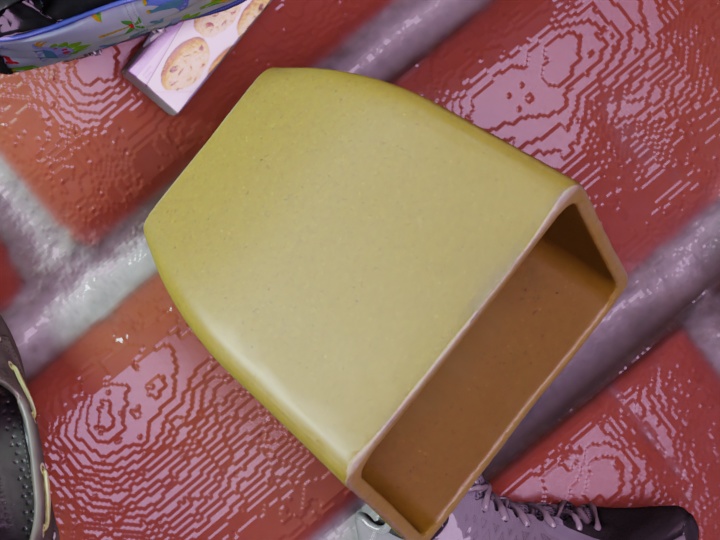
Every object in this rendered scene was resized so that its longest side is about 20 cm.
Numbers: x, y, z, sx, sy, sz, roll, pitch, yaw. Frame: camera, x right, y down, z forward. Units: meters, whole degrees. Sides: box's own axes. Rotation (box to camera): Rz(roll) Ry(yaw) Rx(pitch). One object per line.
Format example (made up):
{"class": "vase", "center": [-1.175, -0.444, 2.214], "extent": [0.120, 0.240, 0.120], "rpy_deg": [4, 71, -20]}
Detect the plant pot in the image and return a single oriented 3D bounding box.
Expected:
{"class": "plant pot", "center": [0.000, 0.000, 1.625], "extent": [0.200, 0.194, 0.196], "rpy_deg": [38, 85, 20]}

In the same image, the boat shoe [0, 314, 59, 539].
{"class": "boat shoe", "center": [-0.213, 0.074, 1.632], "extent": [0.072, 0.060, 0.202], "rpy_deg": [-16, 75, -13]}

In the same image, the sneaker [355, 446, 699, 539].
{"class": "sneaker", "center": [0.091, 0.137, 1.711], "extent": [0.199, 0.075, 0.116], "rpy_deg": [-16, 93, -9]}

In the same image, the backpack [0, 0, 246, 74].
{"class": "backpack", "center": [-0.135, -0.209, 1.603], "extent": [0.199, 0.147, 0.184], "rpy_deg": [-13, 82, 6]}

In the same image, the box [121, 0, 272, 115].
{"class": "box", "center": [-0.058, -0.175, 1.686], "extent": [0.041, 0.039, 0.200], "rpy_deg": [41, 85, -10]}
